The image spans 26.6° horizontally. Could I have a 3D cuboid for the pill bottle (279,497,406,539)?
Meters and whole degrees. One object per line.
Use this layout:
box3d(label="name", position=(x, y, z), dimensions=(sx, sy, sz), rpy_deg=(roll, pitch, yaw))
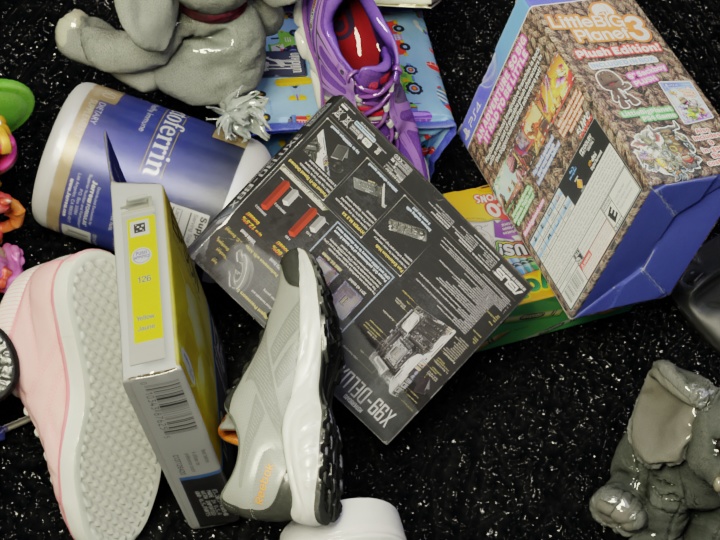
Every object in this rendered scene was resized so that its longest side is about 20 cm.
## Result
box3d(label="pill bottle", position=(0.010, 0.248, 0.946), dimensions=(0.112, 0.112, 0.200), rpy_deg=(-2, 53, -18))

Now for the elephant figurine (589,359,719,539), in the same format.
box3d(label="elephant figurine", position=(0.256, 0.122, 1.065), dimensions=(0.141, 0.200, 0.155), rpy_deg=(-26, 63, -32))

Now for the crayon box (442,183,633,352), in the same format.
box3d(label="crayon box", position=(0.119, -0.008, 1.220), dimensions=(0.200, 0.058, 0.119), rpy_deg=(-13, 57, -26))

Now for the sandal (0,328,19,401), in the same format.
box3d(label="sandal", position=(-0.321, 0.088, 1.001), dimensions=(0.200, 0.048, 0.075), rpy_deg=(-14, 88, -3))

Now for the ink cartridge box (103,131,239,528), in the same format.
box3d(label="ink cartridge box", position=(-0.123, 0.039, 1.017), dimensions=(0.047, 0.198, 0.200), rpy_deg=(-10, 54, 3))

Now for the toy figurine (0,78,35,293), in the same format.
box3d(label="toy figurine", position=(-0.299, -0.027, 1.071), dimensions=(0.200, 0.150, 0.184), rpy_deg=(-14, 69, -27))

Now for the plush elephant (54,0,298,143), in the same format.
box3d(label="plush elephant", position=(-0.121, -0.205, 1.119), dimensions=(0.164, 0.155, 0.200), rpy_deg=(-17, 43, -28))

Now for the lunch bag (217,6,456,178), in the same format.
box3d(label="lunch bag", position=(-0.040, -0.147, 1.253), dimensions=(0.200, 0.094, 0.151), rpy_deg=(3, 49, -19))

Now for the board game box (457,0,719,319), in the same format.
box3d(label="board game box", position=(0.180, -0.094, 1.165), dimensions=(0.097, 0.160, 0.200), rpy_deg=(-11, 57, -26))

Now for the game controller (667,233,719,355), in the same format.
box3d(label="game controller", position=(0.348, 0.004, 1.303), dimensions=(0.200, 0.042, 0.104), rpy_deg=(-28, 79, -33))

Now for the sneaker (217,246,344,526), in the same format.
box3d(label="sneaker", position=(-0.052, 0.070, 0.985), dimensions=(0.079, 0.074, 0.200), rpy_deg=(-5, 55, 11))

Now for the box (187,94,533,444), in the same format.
box3d(label="box", position=(0.000, 0.000, 1.087), dimensions=(0.200, 0.050, 0.158), rpy_deg=(44, 86, -12))

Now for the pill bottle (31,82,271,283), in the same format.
box3d(label="pill bottle", position=(-0.135, -0.058, 1.145), dimensions=(0.200, 0.116, 0.116), rpy_deg=(19, 49, -3))

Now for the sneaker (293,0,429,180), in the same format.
box3d(label="sneaker", position=(0.003, -0.126, 1.141), dimensions=(0.081, 0.083, 0.200), rpy_deg=(-24, 104, -13))

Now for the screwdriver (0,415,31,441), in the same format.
box3d(label="screwdriver", position=(-0.233, 0.106, 1.051), dimensions=(0.200, 0.029, 0.028), rpy_deg=(-21, 60, -40))

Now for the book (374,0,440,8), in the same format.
box3d(label="book", position=(-0.030, -0.250, 1.304), dimensions=(0.200, 0.048, 0.134), rpy_deg=(2, 11, 9))

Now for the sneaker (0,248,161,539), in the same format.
box3d(label="sneaker", position=(-0.196, 0.088, 1.029), dimensions=(0.075, 0.105, 0.201), rpy_deg=(-7, 92, -46))
